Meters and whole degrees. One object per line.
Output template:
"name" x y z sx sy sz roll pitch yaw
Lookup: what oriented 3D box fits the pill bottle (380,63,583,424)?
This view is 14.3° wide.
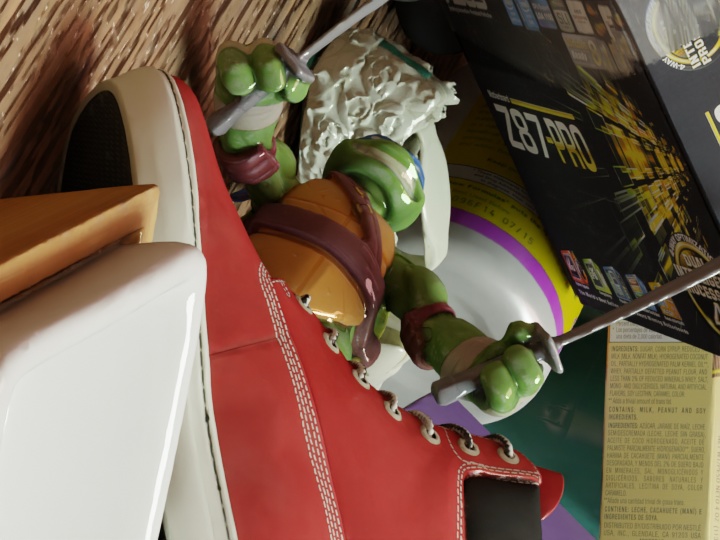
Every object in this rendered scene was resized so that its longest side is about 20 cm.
"pill bottle" 0.064 -0.029 1.272 0.200 0.104 0.104 -58 159 -46

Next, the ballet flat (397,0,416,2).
"ballet flat" 0.046 -0.172 1.131 0.068 0.068 0.200 97 15 -62

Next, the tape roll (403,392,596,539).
"tape roll" -0.009 0.143 1.063 0.200 0.085 0.200 -43 169 -10

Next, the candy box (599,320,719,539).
"candy box" 0.151 0.034 1.266 0.115 0.055 0.201 20 71 -64

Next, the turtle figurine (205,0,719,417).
"turtle figurine" -0.005 -0.005 0.960 0.194 0.200 0.144 -53 128 -40

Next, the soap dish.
"soap dish" -0.115 0.080 0.770 0.157 0.081 0.201 -35 139 -68

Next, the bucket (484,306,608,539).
"bucket" 0.072 0.098 1.377 0.207 0.134 0.208 18 90 -75

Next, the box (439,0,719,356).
"box" 0.107 -0.051 1.093 0.162 0.049 0.200 66 -13 -16

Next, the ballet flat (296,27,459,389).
"ballet flat" 0.000 0.000 1.145 0.072 0.072 0.200 -53 156 -54

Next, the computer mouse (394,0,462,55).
"computer mouse" 0.072 -0.180 1.183 0.200 0.059 0.034 -63 158 3

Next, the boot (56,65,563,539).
"boot" -0.012 0.033 0.884 0.072 0.144 0.201 -30 -112 60
